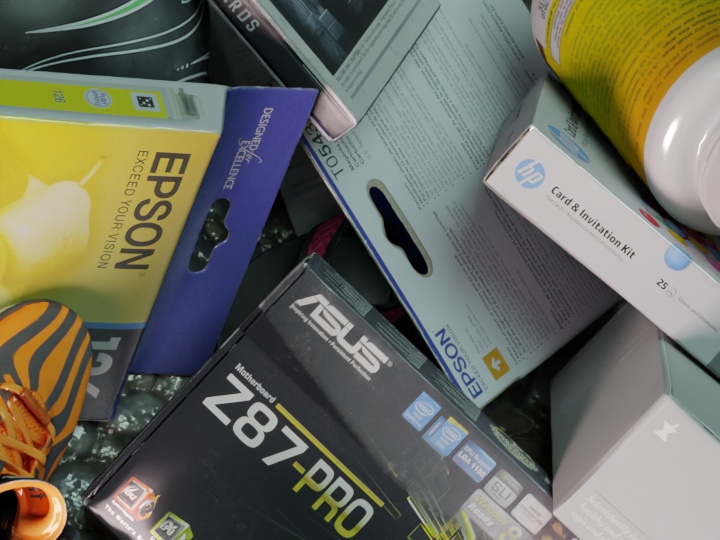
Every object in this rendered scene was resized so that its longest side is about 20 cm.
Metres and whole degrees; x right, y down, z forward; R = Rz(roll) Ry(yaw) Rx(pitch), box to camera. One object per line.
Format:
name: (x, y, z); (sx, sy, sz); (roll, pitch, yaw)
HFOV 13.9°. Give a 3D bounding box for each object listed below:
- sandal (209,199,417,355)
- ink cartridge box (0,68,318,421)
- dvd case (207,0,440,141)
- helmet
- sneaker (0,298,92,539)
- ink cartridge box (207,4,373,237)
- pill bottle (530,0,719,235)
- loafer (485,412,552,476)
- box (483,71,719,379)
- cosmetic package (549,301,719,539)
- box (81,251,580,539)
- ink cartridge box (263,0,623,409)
sandal: (0.000, 0.000, 1.511); (0.200, 0.045, 0.075); (-38, 92, -31)
ink cartridge box: (-0.136, -0.008, 1.367); (0.200, 0.198, 0.047); (4, 44, -21)
dvd case: (-0.050, -0.171, 1.428); (0.200, 0.025, 0.150); (50, 31, -11)
helmet: (-0.165, -0.114, 1.421); (0.191, 0.200, 0.200); (-31, 81, -15)
sneaker: (-0.151, 0.089, 1.281); (0.078, 0.112, 0.200); (45, 54, -24)
ink cartridge box: (-0.019, -0.133, 1.581); (0.160, 0.047, 0.200); (-24, 94, -31)
pill bottle: (0.168, -0.091, 1.440); (0.109, 0.109, 0.200); (-1, 33, -24)
loafer: (0.056, 0.105, 1.483); (0.200, 0.073, 0.071); (23, 37, -22)
box: (0.152, -0.009, 1.458); (0.200, 0.041, 0.156); (39, 14, -3)
cosmetic package: (0.154, 0.088, 1.424); (0.107, 0.090, 0.200); (42, 17, -6)
box: (-0.006, 0.117, 1.401); (0.200, 0.049, 0.161); (44, 99, 1)
ink cartridge box: (0.051, -0.045, 1.524); (0.200, 0.043, 0.197); (-34, 94, -42)
